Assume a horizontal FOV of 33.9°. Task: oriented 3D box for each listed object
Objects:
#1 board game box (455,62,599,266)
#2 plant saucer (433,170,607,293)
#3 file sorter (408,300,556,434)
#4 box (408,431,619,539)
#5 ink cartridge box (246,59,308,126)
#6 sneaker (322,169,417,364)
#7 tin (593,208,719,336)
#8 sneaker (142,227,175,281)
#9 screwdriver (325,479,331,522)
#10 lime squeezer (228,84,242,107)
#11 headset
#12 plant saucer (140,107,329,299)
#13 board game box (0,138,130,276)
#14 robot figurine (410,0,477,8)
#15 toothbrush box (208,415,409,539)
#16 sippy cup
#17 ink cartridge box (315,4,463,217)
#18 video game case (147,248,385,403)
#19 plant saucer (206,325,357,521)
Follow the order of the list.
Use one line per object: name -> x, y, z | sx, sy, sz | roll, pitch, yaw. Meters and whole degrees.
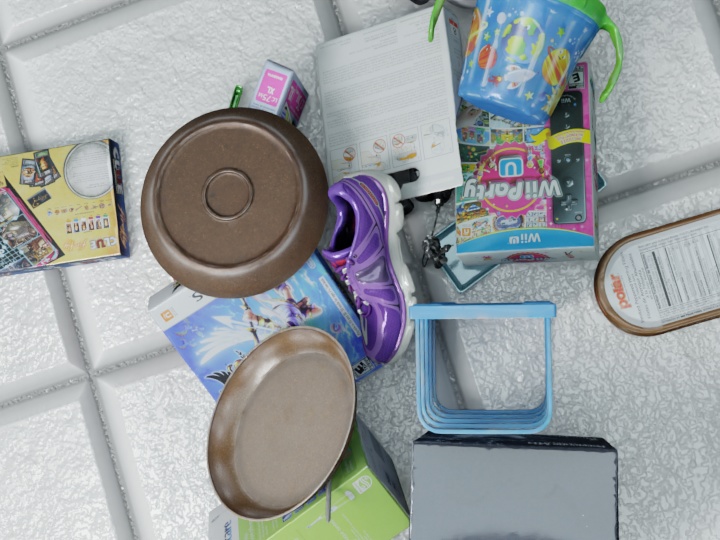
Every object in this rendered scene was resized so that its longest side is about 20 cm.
board game box -> 0.176, -0.111, 1.254 | 0.146, 0.064, 0.202 | -3, 78, 14
plant saucer -> 0.169, -0.061, 1.292 | 0.199, 0.019, 0.070 | -37, 81, 5
file sorter -> 0.127, 0.093, 1.197 | 0.137, 0.200, 0.124 | 0, 89, 8
box -> 0.153, 0.225, 1.180 | 0.195, 0.200, 0.119 | 1, 86, 8
ink cartridge box -> -0.113, -0.117, 1.286 | 0.042, 0.119, 0.202 | 23, 89, 6
sneaker -> 0.000, 0.000, 1.210 | 0.083, 0.080, 0.202 | -14, 100, -33
tin -> 0.346, 0.000, 1.252 | 0.198, 0.042, 0.113 | -17, 79, 7
sneaker -> -0.189, 0.005, 1.290 | 0.078, 0.116, 0.201 | -31, 81, 6
screwdriver -> -0.030, 0.173, 1.184 | 0.028, 0.201, 0.029 | 12, 120, -9
lime squeezer -> -0.163, -0.112, 1.308 | 0.037, 0.071, 0.201 | 26, 51, -9
headset -> 0.049, -0.095, 1.271 | 0.123, 0.094, 0.202 | -25, 70, 10
plant saucer -> -0.132, -0.073, 1.198 | 0.198, 0.034, 0.202 | -1, 80, 7
board game box -> -0.371, -0.069, 1.365 | 0.198, 0.035, 0.137 | -8, 84, 8
robot figurine -> 0.086, -0.372, 1.277 | 0.200, 0.125, 0.151 | 39, 115, 9
toothbrush box -> -0.057, 0.256, 1.227 | 0.199, 0.146, 0.086 | -36, 108, 3
sippy cup -> 0.163, -0.221, 1.189 | 0.177, 0.139, 0.132 | 21, 93, 37
ink cartridge box -> 0.038, -0.167, 1.269 | 0.161, 0.050, 0.202 | -12, 78, 27
video game case -> -0.097, 0.065, 1.264 | 0.180, 0.046, 0.201 | -32, 110, 6
plant saucer -> -0.074, 0.154, 1.183 | 0.199, 0.032, 0.202 | -21, 55, 33
